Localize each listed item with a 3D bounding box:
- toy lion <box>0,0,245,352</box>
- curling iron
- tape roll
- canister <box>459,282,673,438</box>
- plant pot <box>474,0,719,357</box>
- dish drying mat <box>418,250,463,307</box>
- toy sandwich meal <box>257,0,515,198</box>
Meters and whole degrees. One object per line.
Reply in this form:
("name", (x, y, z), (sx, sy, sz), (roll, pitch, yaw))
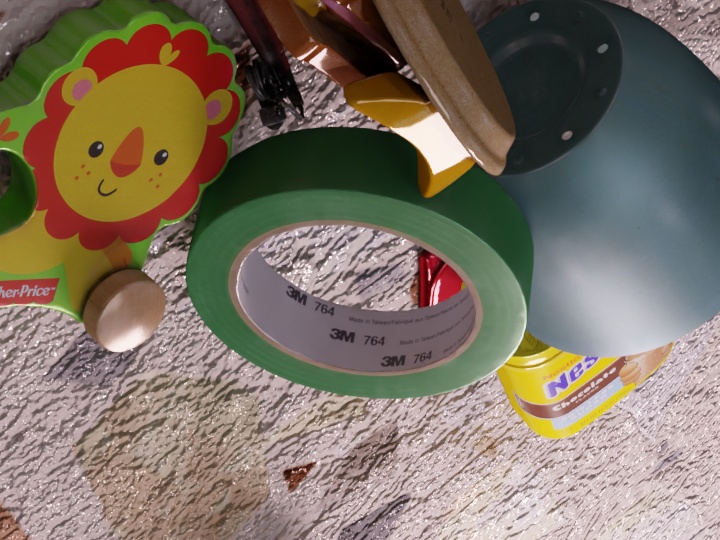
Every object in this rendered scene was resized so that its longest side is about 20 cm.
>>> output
("toy lion", (-0.154, -0.052, 0.961), (0.199, 0.069, 0.193), (-4, 122, -45))
("curling iron", (-0.064, -0.148, 0.962), (0.025, 0.050, 0.201), (-18, 136, 3))
("tape roll", (0.000, 0.000, 1.075), (0.201, 0.199, 0.048), (90, 9, -53))
("canister", (0.157, 0.034, 1.343), (0.148, 0.087, 0.200), (-38, 155, -4))
("plant pot", (0.135, -0.072, 1.135), (0.201, 0.201, 0.161), (-46, 137, 2))
("dish drying mat", (0.125, -0.030, 1.318), (0.199, 0.018, 0.077), (-30, 145, -22))
("toy sandwich meal", (0.009, -0.125, 0.957), (0.070, 0.206, 0.205), (-28, 149, 13))
